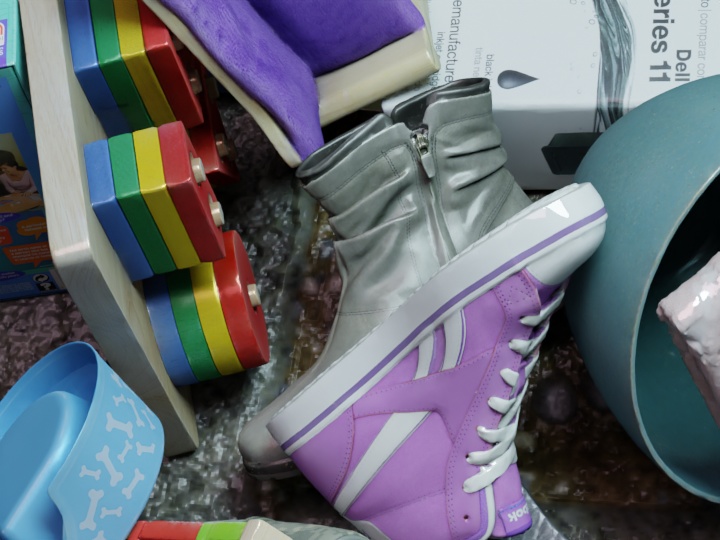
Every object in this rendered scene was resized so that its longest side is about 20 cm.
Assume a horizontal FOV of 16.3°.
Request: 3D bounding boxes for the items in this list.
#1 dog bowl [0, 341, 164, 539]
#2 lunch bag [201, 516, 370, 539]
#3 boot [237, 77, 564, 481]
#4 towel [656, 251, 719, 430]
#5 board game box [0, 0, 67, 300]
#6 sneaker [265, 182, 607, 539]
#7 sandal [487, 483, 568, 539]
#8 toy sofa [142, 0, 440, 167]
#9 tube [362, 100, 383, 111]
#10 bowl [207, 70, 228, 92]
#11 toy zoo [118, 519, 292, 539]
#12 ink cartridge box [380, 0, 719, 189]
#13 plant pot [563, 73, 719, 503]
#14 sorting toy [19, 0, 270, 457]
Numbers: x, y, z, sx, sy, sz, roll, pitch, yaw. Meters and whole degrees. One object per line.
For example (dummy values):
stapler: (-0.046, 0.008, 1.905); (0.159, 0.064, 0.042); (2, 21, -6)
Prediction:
dog bowl: (-0.156, 0.129, 1.111); (0.200, 0.050, 0.111); (-59, 25, -7)
lunch bag: (-0.063, 0.209, 1.102); (0.167, 0.139, 0.200); (1, 58, 41)
boot: (0.000, 0.000, 1.210); (0.200, 0.131, 0.068); (-35, 20, -15)
towel: (0.241, 0.020, 1.117); (0.200, 0.191, 0.032); (-39, 38, -10)
board game box: (-0.214, -0.050, 1.251); (0.152, 0.200, 0.045); (-8, 59, 7)
sneaker: (0.060, 0.053, 1.117); (0.114, 0.073, 0.200); (50, 123, 6)
sandal: (0.079, 0.148, 1.167); (0.200, 0.043, 0.076); (36, 82, 23)
toy sofa: (-0.045, -0.146, 1.186); (0.083, 0.200, 0.098); (-25, 44, 20)
tube: (-0.005, -0.174, 1.323); (0.058, 0.052, 0.201); (-20, 52, 54)
bowl: (-0.071, -0.186, 1.394); (0.200, 0.039, 0.201); (-5, 59, 9)
toy zoo: (-0.112, 0.168, 1.067); (0.200, 0.020, 0.131); (-9, 51, 57)
ink cartridge box: (0.121, -0.121, 1.287); (0.199, 0.083, 0.147); (0, 60, 12)
plant pot: (0.170, -0.010, 1.163); (0.200, 0.200, 0.135); (-38, 37, -11)
sorting toy: (-0.100, -0.045, 1.222); (0.069, 0.199, 0.200); (-14, 58, 4)
